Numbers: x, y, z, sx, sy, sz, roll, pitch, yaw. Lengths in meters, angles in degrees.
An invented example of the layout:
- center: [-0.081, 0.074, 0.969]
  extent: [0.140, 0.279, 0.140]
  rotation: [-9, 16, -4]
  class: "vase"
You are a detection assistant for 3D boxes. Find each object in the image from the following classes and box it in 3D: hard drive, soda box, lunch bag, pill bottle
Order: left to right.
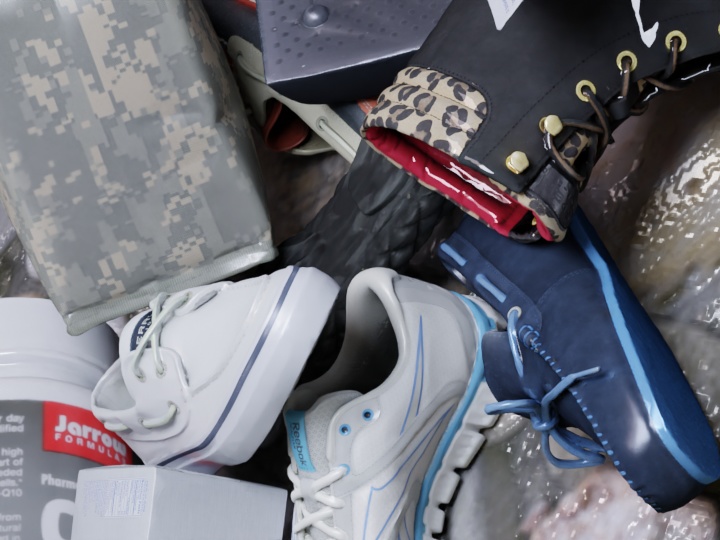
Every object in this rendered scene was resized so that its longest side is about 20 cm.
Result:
- center: [-0.151, 0.119, 1.306]
  extent: [0.114, 0.114, 0.200]
  rotation: [-29, 49, 33]
  class: "pill bottle"
- center: [-0.116, -0.081, 1.308]
  extent: [0.117, 0.164, 0.200]
  rotation: [-20, 14, 0]
  class: "lunch bag"
- center: [-0.083, 0.182, 1.198]
  extent: [0.063, 0.068, 0.200]
  rotation: [-9, 71, 54]
  class: "soda box"
- center: [0.052, -0.144, 1.259]
  extent: [0.200, 0.042, 0.135]
  rotation: [-17, 52, 11]
  class: "hard drive"

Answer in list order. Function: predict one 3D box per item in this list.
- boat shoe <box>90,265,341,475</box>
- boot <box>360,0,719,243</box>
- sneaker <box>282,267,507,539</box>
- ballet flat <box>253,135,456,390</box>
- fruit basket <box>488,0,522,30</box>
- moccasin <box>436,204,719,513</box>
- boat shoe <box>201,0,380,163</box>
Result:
- center: [-0.069, 0.042, 1.208]
  extent: [0.074, 0.067, 0.200]
  rotation: [-65, 8, -29]
  class: "boat shoe"
- center: [0.108, -0.075, 1.133]
  extent: [0.200, 0.073, 0.151]
  rotation: [29, 75, 27]
  class: "boot"
- center: [-0.007, 0.091, 1.193]
  extent: [0.075, 0.087, 0.200]
  rotation: [0, 68, 45]
  class: "sneaker"
- center: [0.000, 0.000, 1.251]
  extent: [0.200, 0.057, 0.067]
  rotation: [-52, 44, 41]
  class: "ballet flat"
- center: [0.104, -0.201, 1.111]
  extent: [0.200, 0.094, 0.185]
  rotation: [-55, 23, 21]
  class: "fruit basket"
- center: [0.082, 0.036, 1.146]
  extent: [0.068, 0.080, 0.200]
  rotation: [-35, 31, 7]
  class: "moccasin"
- center: [-0.024, -0.081, 1.333]
  extent: [0.200, 0.071, 0.063]
  rotation: [25, 89, 47]
  class: "boat shoe"
